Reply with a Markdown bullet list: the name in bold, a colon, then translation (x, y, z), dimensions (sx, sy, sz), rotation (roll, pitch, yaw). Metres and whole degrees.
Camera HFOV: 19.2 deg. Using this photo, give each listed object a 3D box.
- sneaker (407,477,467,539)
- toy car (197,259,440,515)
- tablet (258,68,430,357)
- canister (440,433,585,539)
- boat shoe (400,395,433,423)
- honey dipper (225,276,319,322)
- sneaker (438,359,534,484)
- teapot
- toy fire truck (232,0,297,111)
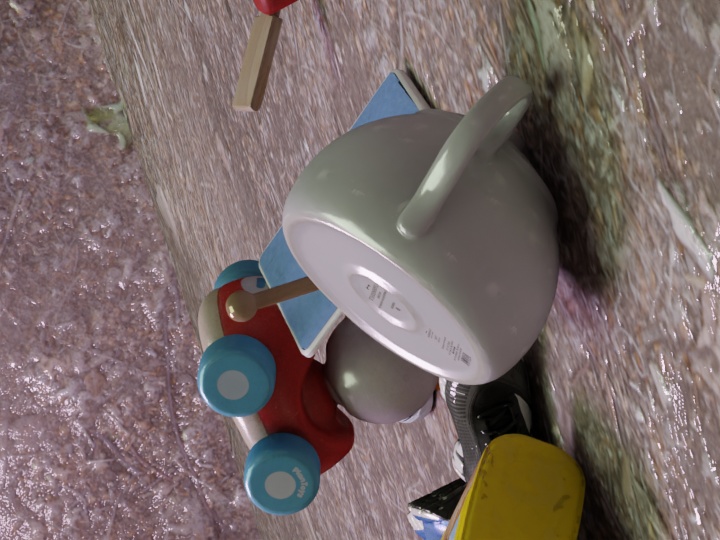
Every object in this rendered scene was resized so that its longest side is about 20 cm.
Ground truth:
- **sneaker**: translation (0.090, 0.221, 1.777), dimensions (0.090, 0.078, 0.200), rotation (63, 176, 12)
- **toy car**: translation (-0.014, 0.067, 1.708), dimensions (0.185, 0.199, 0.178), rotation (-90, -22, -68)
- **tablet**: translation (-0.004, -0.044, 1.615), dimensions (0.200, 0.014, 0.130), rotation (-54, 37, 20)
- **canister**: translation (0.087, 0.228, 1.499), dimensions (0.201, 0.086, 0.149), rotation (111, 179, -47)
- **boat shoe**: translation (0.025, 0.092, 1.872), dimensions (0.200, 0.070, 0.072), rotation (105, 146, -70)
- **honey dipper**: translation (0.000, 0.000, 1.509), dimensions (0.038, 0.199, 0.038), rotation (161, 90, -79)
- **sneaker**: translation (0.104, 0.123, 1.551), dimensions (0.201, 0.066, 0.091), rotation (81, 164, -54)
- **teapot**: translation (0.056, -0.035, 1.355), dimensions (0.200, 0.146, 0.198), rotation (17, 153, 52)
- **toy fire truck**: translation (-0.084, -0.244, 1.814), dimensions (0.201, 0.128, 0.176), rotation (64, 172, -20)
